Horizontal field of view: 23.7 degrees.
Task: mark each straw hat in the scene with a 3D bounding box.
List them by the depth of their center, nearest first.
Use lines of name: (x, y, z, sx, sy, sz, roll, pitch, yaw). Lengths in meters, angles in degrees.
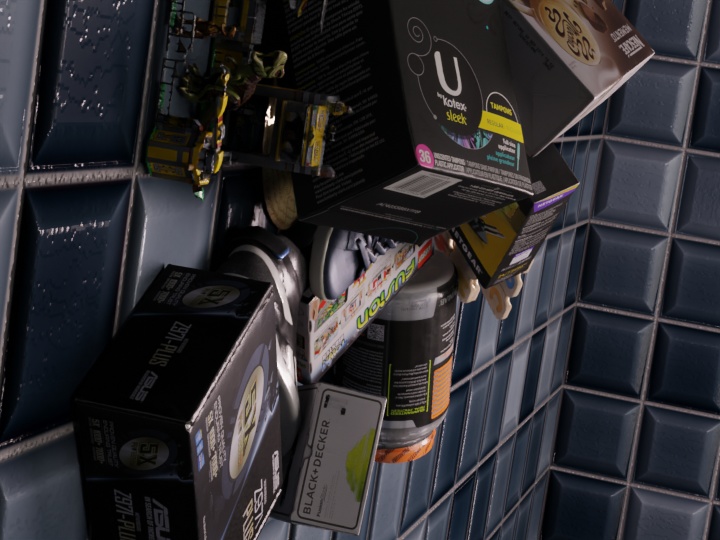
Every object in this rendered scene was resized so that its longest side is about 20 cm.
straw hat: (-0.012, -0.125, 1.475, 0.201, 0.084, 0.204, 11, 90, -76)

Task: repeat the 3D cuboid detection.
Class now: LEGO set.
LEGO set: (-0.065, -0.142, 1.197, 0.154, 0.114, 0.203, 12, 88, -75)

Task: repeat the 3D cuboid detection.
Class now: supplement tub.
supplement tub: (0.032, 0.082, 1.710, 0.123, 0.121, 0.202, -53, 150, -59)

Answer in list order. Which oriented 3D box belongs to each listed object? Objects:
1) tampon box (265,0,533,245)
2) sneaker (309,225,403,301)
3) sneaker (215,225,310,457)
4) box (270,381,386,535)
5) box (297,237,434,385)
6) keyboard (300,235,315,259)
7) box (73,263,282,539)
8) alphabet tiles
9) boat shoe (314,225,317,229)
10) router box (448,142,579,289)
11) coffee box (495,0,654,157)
tampon box: (0.028, -0.142, 1.318, 0.149, 0.125, 0.202, 9, 66, -48)
sneaker: (0.034, -0.049, 1.420, 0.201, 0.084, 0.075, -56, 154, -24)
sneaker: (-0.070, 0.053, 1.398, 0.112, 0.072, 0.202, -63, 157, -44)
box: (-0.038, 0.160, 1.465, 0.200, 0.059, 0.118, 151, -48, -76)
box: (0.000, 0.000, 1.519, 0.200, 0.034, 0.111, -46, 152, -35)
keyboard: (-0.058, 0.028, 1.535, 0.200, 0.020, 0.129, -37, 141, -70)
box: (-0.123, 0.128, 1.225, 0.164, 0.085, 0.202, -61, 156, -52)
alphabet tiles: (0.107, -0.059, 1.650, 0.201, 0.014, 0.197, 109, -39, -54)
boat shoe: (0.016, -0.096, 1.632, 0.201, 0.066, 0.075, -60, 166, -46)
router box: (0.100, -0.108, 1.523, 0.052, 0.201, 0.158, -23, 159, -23)
coffee box: (0.164, -0.183, 1.456, 0.080, 0.113, 0.200, -43, 176, 29)
